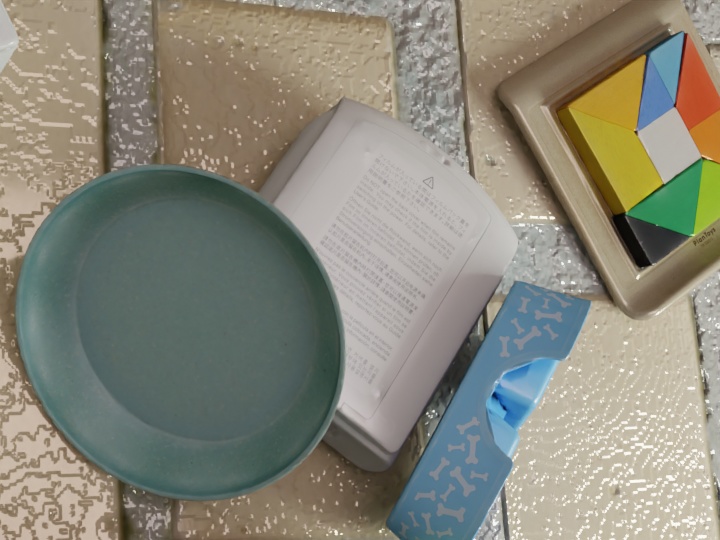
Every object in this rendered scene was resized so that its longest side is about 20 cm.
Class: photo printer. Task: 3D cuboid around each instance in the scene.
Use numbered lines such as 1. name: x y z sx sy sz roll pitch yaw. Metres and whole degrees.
1. photo printer: 0.000 0.000 0.927 0.166 0.069 0.200 37 65 -10

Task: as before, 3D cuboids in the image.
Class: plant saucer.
1. plant saucer: -0.100 0.033 0.837 0.200 0.200 0.036 54 21 -4

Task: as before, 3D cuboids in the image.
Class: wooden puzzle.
1. wooden puzzle: 0.216 -0.090 1.068 0.185 0.037 0.201 -33 93 -27

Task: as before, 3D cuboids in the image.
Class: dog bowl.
1. dog bowl: 0.079 0.093 0.915 0.049 0.112 0.201 28 66 5

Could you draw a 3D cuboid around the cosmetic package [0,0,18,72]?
1. cosmetic package: -0.300 -0.128 0.746 0.165 0.200 0.165 -28 90 -27
